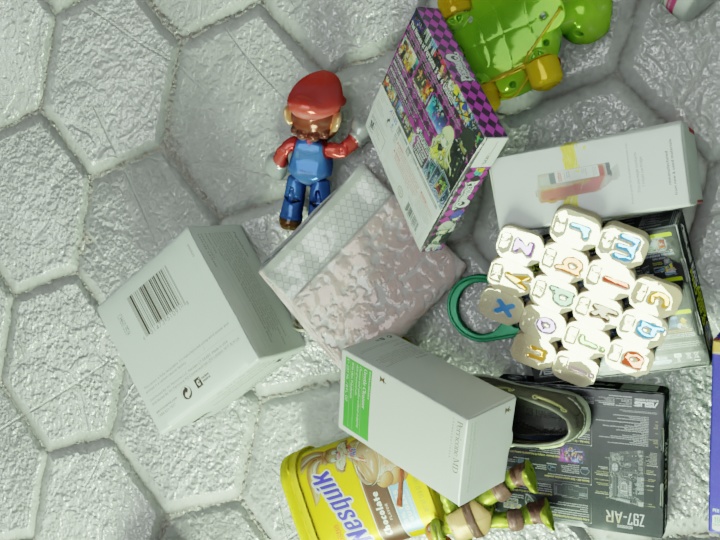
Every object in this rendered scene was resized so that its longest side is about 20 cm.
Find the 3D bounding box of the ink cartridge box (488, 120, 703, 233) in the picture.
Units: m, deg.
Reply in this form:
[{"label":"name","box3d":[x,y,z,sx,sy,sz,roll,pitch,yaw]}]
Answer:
[{"label":"ink cartridge box","box3d":[0.253,-0.096,0.945,0.196,0.144,0.086,-7,92,27]}]

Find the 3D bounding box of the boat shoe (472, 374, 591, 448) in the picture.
[{"label":"boat shoe","box3d":[0.157,0.161,1.007,0.198,0.060,0.074,1,95,30]}]

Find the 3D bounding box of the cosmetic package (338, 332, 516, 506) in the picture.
[{"label":"cosmetic package","box3d":[0.070,0.159,0.989,0.198,0.084,0.110,23,118,45]}]

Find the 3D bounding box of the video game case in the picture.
[{"label":"video game case","box3d":[0.077,-0.157,0.995,0.203,0.035,0.183,68,149,32]}]

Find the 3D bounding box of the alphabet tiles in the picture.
[{"label":"alphabet tiles","box3d":[0.225,0.030,0.926,0.192,0.015,0.203,21,126,14]}]

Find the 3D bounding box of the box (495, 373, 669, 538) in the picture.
[{"label":"box","box3d":[0.252,0.210,1.022,0.196,0.043,0.164,1,94,27]}]

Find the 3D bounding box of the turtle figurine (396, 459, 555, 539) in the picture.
[{"label":"turtle figurine","box3d":[0.139,0.292,1.020,0.159,0.064,0.204,-23,86,17]}]

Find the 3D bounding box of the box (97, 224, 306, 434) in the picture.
[{"label":"box","box3d":[-0.215,0.076,1.199,0.198,0.130,0.202,-36,79,24]}]

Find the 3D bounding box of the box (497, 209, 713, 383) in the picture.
[{"label":"box","box3d":[0.263,0.033,0.956,0.197,0.044,0.163,-11,108,32]}]

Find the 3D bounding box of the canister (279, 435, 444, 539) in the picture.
[{"label":"canister","box3d":[0.011,0.277,1.126,0.197,0.086,0.151,-23,85,24]}]

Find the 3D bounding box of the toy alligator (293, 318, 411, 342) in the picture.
[{"label":"toy alligator","box3d":[0.002,0.108,1.138,0.196,0.060,0.055,17,141,25]}]

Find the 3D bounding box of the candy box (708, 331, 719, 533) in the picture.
[{"label":"candy box","box3d":[0.447,0.171,0.904,0.166,0.077,0.205,2,93,27]}]

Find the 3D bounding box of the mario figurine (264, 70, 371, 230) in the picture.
[{"label":"mario figurine","box3d":[-0.053,-0.155,1.146,0.106,0.121,0.205,-140,54,-62]}]

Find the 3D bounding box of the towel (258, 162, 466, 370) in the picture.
[{"label":"towel","box3d":[0.000,0.000,1.091,0.200,0.032,0.191,-44,83,0]}]

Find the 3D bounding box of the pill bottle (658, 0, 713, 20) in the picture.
[{"label":"pill bottle","box3d":[0.304,-0.368,0.917,0.113,0.113,0.201,-45,74,22]}]

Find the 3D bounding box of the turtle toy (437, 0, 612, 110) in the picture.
[{"label":"turtle toy","box3d":[0.184,-0.263,0.991,0.197,0.101,0.149,-18,86,26]}]

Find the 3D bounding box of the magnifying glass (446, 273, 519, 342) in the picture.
[{"label":"magnifying glass","box3d":[0.195,0.060,1.055,0.197,0.022,0.081,17,101,26]}]
